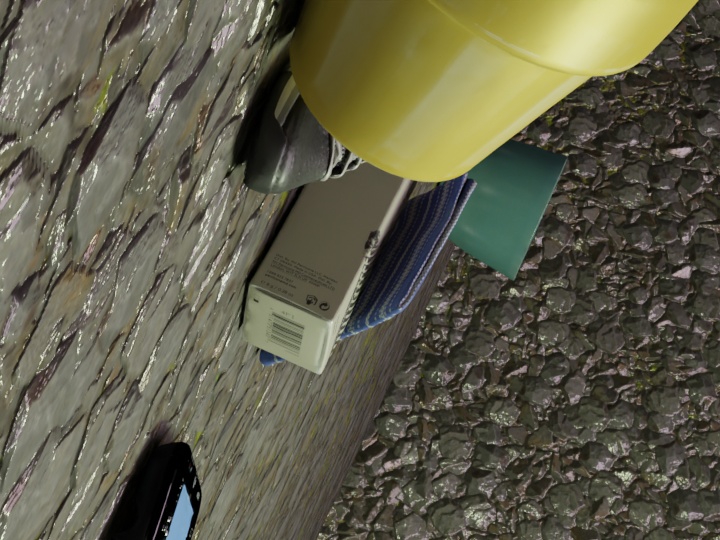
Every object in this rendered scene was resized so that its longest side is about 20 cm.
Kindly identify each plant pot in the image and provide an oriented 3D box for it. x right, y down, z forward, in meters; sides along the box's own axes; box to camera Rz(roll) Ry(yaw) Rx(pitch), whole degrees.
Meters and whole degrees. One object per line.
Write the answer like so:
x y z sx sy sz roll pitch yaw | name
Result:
0.060 -0.156 0.823 0.189 0.200 0.201 -52 -176 40 | plant pot
0.199 -0.109 2.315 0.201 0.160 0.202 24 90 -85 | plant pot

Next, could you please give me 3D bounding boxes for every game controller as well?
-0.134 0.183 1.053 0.200 0.042 0.105 99 16 -70 | game controller

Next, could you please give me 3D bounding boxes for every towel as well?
0.000 0.000 1.220 0.199 0.024 0.145 -25 -150 52 | towel

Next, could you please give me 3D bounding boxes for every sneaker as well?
0.010 -0.087 0.929 0.200 0.115 0.076 -57 170 -58 | sneaker

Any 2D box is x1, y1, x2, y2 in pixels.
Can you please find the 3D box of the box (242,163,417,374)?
-0.016 -0.030 1.147 0.082 0.068 0.201 104 11 -57 | box
